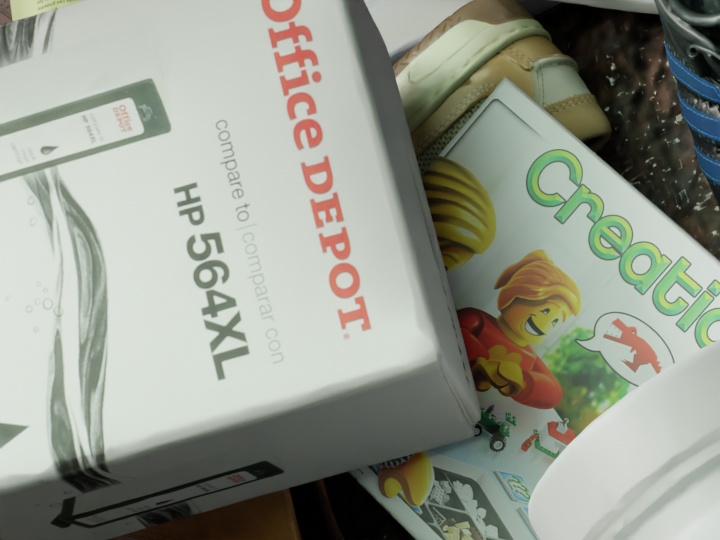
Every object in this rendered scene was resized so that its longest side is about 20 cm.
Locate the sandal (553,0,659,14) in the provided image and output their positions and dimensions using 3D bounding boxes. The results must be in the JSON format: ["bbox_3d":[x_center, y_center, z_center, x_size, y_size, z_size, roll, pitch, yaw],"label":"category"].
[{"bbox_3d":[0.079,-0.126,0.905,0.202,0.050,0.083,-3,78,17],"label":"sandal"}]

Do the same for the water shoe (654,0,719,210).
[{"bbox_3d":[0.120,-0.059,0.830,0.071,0.079,0.201,-26,81,23],"label":"water shoe"}]

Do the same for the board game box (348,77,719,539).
[{"bbox_3d":[0.076,0.050,0.846,0.200,0.035,0.126,43,96,26],"label":"board game box"}]

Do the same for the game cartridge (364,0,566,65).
[{"bbox_3d":[0.015,-0.134,0.972,0.200,0.038,0.130,-26,75,12],"label":"game cartridge"}]

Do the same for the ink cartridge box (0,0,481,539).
[{"bbox_3d":[-0.079,0.000,0.835,0.199,0.084,0.146,-17,70,5],"label":"ink cartridge box"}]

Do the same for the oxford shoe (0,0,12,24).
[{"bbox_3d":[-0.129,-0.054,1.029,0.071,0.072,0.200,-58,45,29],"label":"oxford shoe"}]

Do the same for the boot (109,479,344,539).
[{"bbox_3d":[-0.101,0.049,0.914,0.200,0.189,0.068,11,32,39],"label":"boot"}]

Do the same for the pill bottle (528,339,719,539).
[{"bbox_3d":[0.135,0.119,0.722,0.116,0.116,0.200,-39,67,13],"label":"pill bottle"}]

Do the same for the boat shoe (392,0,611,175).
[{"bbox_3d":[0.000,0.000,0.931,0.200,0.072,0.076,-45,70,16],"label":"boat shoe"}]

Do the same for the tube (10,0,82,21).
[{"bbox_3d":[-0.098,-0.085,1.004,0.058,0.052,0.200,-25,56,14],"label":"tube"}]
